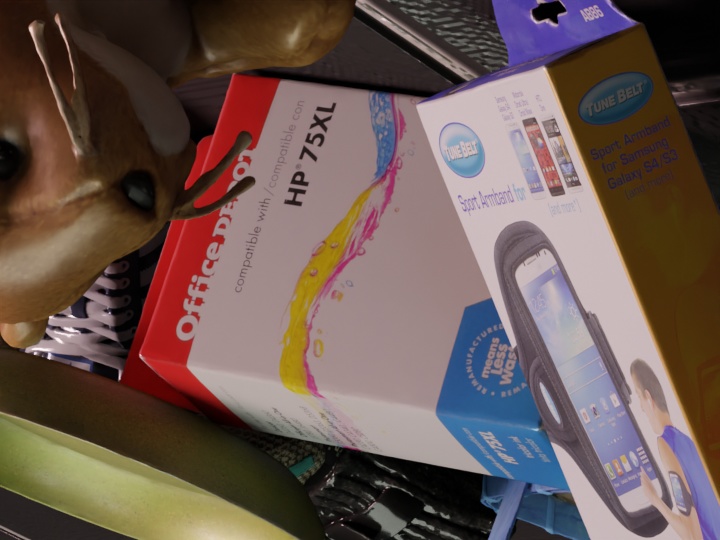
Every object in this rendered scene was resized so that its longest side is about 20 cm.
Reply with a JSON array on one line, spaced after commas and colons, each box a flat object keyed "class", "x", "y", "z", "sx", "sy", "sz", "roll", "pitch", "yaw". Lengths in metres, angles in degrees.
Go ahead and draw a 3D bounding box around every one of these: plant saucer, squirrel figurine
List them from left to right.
[{"class": "squirrel figurine", "x": -0.093, "y": -0.077, "z": 0.747, "sx": 0.199, "sy": 0.188, "sz": 0.141, "roll": 6, "pitch": 159, "yaw": 34}, {"class": "plant saucer", "x": -0.100, "y": 0.071, "z": 1.087, "sx": 0.199, "sy": 0.031, "sz": 0.200, "roll": 18, "pitch": 166, "yaw": 5}]

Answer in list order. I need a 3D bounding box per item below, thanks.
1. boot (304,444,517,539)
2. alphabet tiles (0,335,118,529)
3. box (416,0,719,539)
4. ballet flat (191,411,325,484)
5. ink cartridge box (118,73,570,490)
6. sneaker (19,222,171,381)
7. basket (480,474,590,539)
[{"class": "boot", "x": -0.032, "y": 0.116, "z": 1.441, "sx": 0.157, "sy": 0.080, "sz": 0.211, "roll": 28, "pitch": 160, "yaw": -27}, {"class": "alphabet tiles", "x": -0.140, "y": 0.056, "z": 1.278, "sx": 0.200, "sy": 0.006, "sz": 0.166, "roll": 49, "pitch": -169, "yaw": 32}, {"class": "box", "x": 0.078, "y": 0.007, "z": 0.861, "sx": 0.201, "sy": 0.041, "sz": 0.119, "roll": 66, "pitch": 163, "yaw": -5}, {"class": "ballet flat", "x": -0.069, "y": 0.053, "z": 1.275, "sx": 0.200, "sy": 0.075, "sz": 0.068, "roll": 42, "pitch": 152, "yaw": 56}, {"class": "ink cartridge box", "x": 0.000, "y": 0.000, "z": 1.001, "sx": 0.199, "sy": 0.117, "sz": 0.067, "roll": 9, "pitch": 161, "yaw": 26}, {"class": "sneaker", "x": -0.113, "y": 0.007, "z": 1.146, "sx": 0.070, "sy": 0.109, "sz": 0.200, "roll": 14, "pitch": 162, "yaw": 10}, {"class": "basket", "x": 0.132, "y": 0.110, "z": 1.055, "sx": 0.176, "sy": 0.201, "sz": 0.139, "roll": 25, "pitch": 161, "yaw": -17}]
